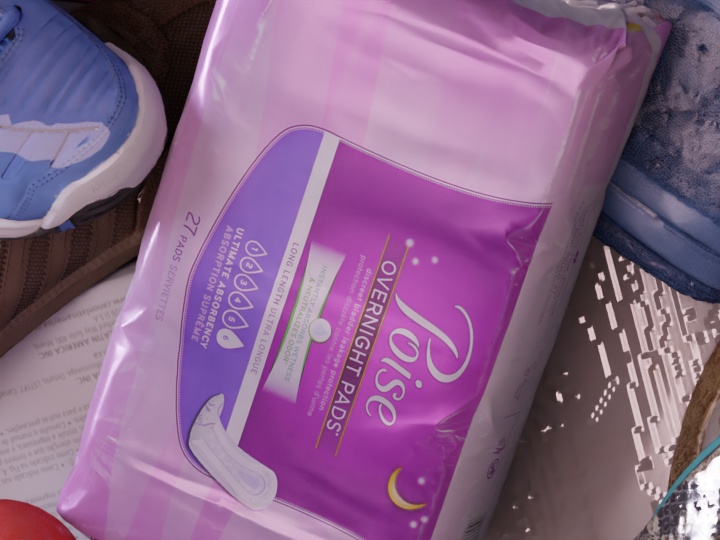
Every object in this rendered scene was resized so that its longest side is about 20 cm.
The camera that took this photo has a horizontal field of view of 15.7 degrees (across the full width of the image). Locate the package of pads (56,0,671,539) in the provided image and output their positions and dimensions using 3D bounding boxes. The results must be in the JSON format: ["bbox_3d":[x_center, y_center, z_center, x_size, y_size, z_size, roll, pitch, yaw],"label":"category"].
[{"bbox_3d":[0.000,0.000,0.749,0.120,0.076,0.201,22,107,12],"label":"package of pads"}]

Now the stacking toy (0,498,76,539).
[{"bbox_3d":[-0.124,0.157,0.787,0.085,0.085,0.201,27,114,19],"label":"stacking toy"}]

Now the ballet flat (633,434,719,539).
[{"bbox_3d":[0.090,0.116,0.739,0.067,0.076,0.200,21,135,-20],"label":"ballet flat"}]

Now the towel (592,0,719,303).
[{"bbox_3d":[0.117,-0.098,0.758,0.111,0.048,0.201,37,106,16],"label":"towel"}]

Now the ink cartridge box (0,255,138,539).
[{"bbox_3d":[-0.052,0.093,0.854,0.161,0.050,0.201,-17,101,22],"label":"ink cartridge box"}]

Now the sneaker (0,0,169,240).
[{"bbox_3d":[-0.146,-0.072,0.738,0.199,0.077,0.076,25,73,16],"label":"sneaker"}]

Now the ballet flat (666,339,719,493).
[{"bbox_3d":[0.138,0.020,0.747,0.070,0.065,0.201,29,104,17],"label":"ballet flat"}]

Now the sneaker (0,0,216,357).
[{"bbox_3d":[-0.103,-0.033,0.799,0.070,0.076,0.200,35,75,27],"label":"sneaker"}]

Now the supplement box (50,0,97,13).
[{"bbox_3d":[-0.185,-0.041,0.862,0.101,0.103,0.201,33,103,18],"label":"supplement box"}]
